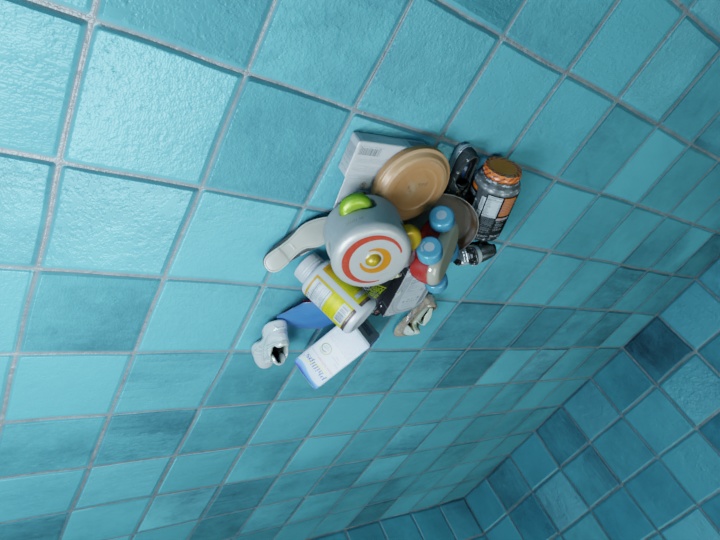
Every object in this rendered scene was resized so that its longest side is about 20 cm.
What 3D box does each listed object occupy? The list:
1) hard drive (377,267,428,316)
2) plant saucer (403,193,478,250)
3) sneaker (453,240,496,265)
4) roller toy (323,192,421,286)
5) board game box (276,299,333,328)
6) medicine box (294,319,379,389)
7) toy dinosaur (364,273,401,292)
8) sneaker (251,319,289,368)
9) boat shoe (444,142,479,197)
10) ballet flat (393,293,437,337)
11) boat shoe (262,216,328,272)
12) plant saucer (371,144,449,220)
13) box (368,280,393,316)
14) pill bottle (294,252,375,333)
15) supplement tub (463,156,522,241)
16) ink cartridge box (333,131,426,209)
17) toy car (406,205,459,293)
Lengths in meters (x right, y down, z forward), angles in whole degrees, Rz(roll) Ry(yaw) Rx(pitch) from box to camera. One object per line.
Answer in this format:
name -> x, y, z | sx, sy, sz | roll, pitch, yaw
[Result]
hard drive -> 0.143, 0.044, 1.530 | 0.139, 0.038, 0.200 | -11, 141, -36
plant saucer -> 0.204, -0.123, 1.410 | 0.199, 0.032, 0.201 | 4, 132, 4
sneaker -> 0.311, -0.052, 1.505 | 0.090, 0.200, 0.067 | -15, 98, -13
roller toy -> 0.017, -0.060, 1.214 | 0.199, 0.140, 0.183 | 19, 124, -31
board game box -> -0.126, 0.105, 1.460 | 0.158, 0.039, 0.200 | 19, 146, -39
medicine box -> -0.062, 0.219, 1.542 | 0.200, 0.103, 0.182 | -40, 175, 10
toy dinosaur -> 0.000, 0.000, 1.331 | 0.199, 0.088, 0.048 | 22, 120, -2
sneaker -> -0.243, 0.225, 1.483 | 0.078, 0.100, 0.200 | -5, 144, -28
boat shoe -> 0.244, -0.221, 1.366 | 0.068, 0.057, 0.201 | -12, 138, -23
ballet flat -> 0.175, 0.160, 1.731 | 0.068, 0.067, 0.200 | 8, 128, -39
boat shoe -> -0.145, -0.068, 1.283 | 0.200, 0.057, 0.067 | -34, 107, -3
plant saucer -> 0.120, -0.194, 1.259 | 0.199, 0.032, 0.201 | -19, 140, -16
box -> 0.040, 0.047, 1.512 | 0.160, 0.044, 0.200 | -44, 149, 17
pill bottle -> -0.066, 0.051, 1.329 | 0.109, 0.200, 0.109 | -45, 169, -11
supplement tub -> 0.338, -0.185, 1.417 | 0.122, 0.123, 0.201 | -11, 137, -25
ink cartridge box -> 0.042, -0.218, 1.241 | 0.199, 0.045, 0.177 | -1, 133, -33
toy car -> 0.129, -0.065, 1.353 | 0.185, 0.199, 0.178 | 65, 44, -59
